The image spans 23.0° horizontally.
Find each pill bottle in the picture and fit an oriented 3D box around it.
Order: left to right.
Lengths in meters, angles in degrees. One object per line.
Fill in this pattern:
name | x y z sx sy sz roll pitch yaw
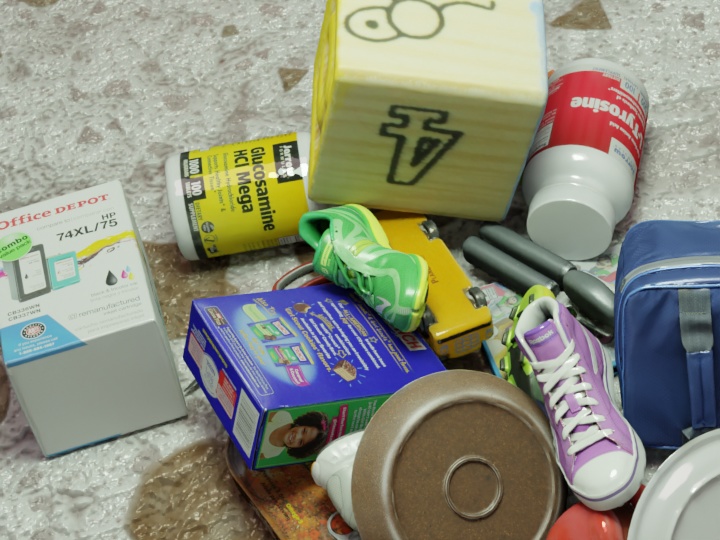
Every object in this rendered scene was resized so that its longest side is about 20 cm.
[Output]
pill bottle | -0.093 -0.081 1.814 0.200 0.113 0.113 -11 47 1
pill bottle | 0.225 -0.111 1.779 0.112 0.112 0.200 4 48 14

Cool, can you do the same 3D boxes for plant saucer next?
plant saucer | 0.091 0.184 1.506 0.200 0.034 0.201 2 84 -17

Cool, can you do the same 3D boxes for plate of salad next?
plate of salad | 0.299 0.224 1.438 0.200 0.200 0.048 -30 15 -17

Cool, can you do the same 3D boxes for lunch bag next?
lunch bag | 0.293 0.069 1.558 0.136 0.200 0.132 -1 30 12

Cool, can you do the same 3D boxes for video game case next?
video game case | 0.213 0.046 1.706 0.200 0.018 0.143 -17 47 -5

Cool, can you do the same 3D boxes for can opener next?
can opener | 0.184 0.002 1.701 0.200 0.067 0.053 29 61 37

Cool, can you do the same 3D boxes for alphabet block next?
alphabet block | 0.061 -0.184 1.714 0.200 0.197 0.196 7 51 -6

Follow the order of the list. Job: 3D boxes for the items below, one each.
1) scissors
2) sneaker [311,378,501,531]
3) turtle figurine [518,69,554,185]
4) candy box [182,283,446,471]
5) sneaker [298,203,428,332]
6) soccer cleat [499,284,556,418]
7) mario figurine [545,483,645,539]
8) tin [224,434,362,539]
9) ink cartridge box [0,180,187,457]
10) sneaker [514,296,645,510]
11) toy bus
scissors | -0.104 0.053 1.766 0.200 0.014 0.073 -30 52 -15
sneaker | 0.063 0.169 1.553 0.200 0.076 0.092 -25 60 -9
turtle figurine | 0.131 -0.153 1.870 0.200 0.064 0.161 -17 47 -5
candy box | -0.039 0.092 1.622 0.200 0.077 0.169 -7 38 -28
sneaker | 0.000 0.000 1.644 0.083 0.074 0.200 0 24 -28
soccer cleat | 0.179 0.107 1.623 0.084 0.065 0.200 11 55 -19
mario figurine | 0.253 0.232 1.510 0.200 0.106 0.123 -8 13 -10
tin | -0.043 0.196 1.606 0.112 0.042 0.200 -32 51 -12
ink cartridge box | -0.269 0.044 1.711 0.146 0.146 0.200 -17 47 -5
sneaker | 0.173 0.105 1.492 0.073 0.114 0.201 -30 38 14
toy bus | 0.061 0.015 1.713 0.065 0.078 0.200 -19 44 -13
